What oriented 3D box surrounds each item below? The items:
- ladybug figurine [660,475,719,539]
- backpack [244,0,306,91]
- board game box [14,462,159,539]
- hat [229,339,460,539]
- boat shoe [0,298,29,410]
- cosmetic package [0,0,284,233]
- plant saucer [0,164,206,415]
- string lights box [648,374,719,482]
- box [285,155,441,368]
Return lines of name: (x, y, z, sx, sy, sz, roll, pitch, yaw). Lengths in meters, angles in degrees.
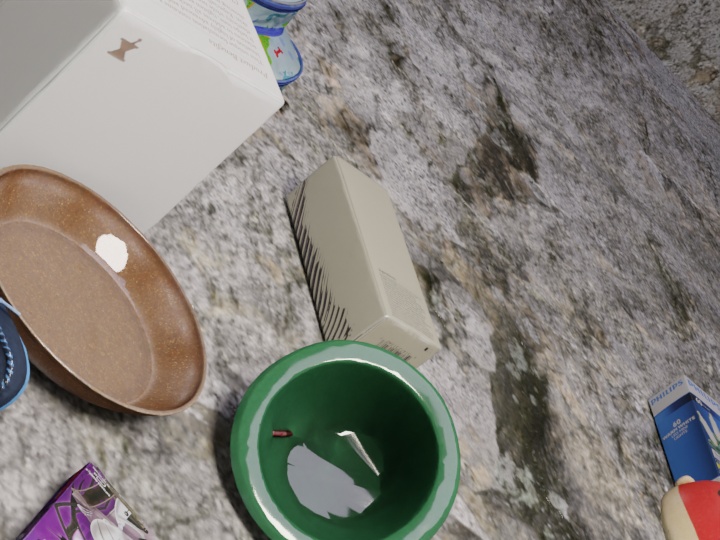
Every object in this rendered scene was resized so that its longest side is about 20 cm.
ladybug figurine: (0.312, 0.248, 1.332, 0.135, 0.072, 0.201, 16, 41, -56)
backpack: (-0.136, -0.230, 1.440, 0.201, 0.147, 0.183, 59, 25, 9)
board game box: (-0.119, 0.215, 0.951, 0.200, 0.032, 0.120, 50, 26, -7)
hat: (-0.027, 0.155, 1.238, 0.199, 0.176, 0.166, -26, 78, -29)
boat shoe: (-0.265, 0.000, 0.921, 0.200, 0.084, 0.069, 43, -12, 11)
cosmetic package: (-0.189, -0.170, 1.214, 0.167, 0.166, 0.201, 27, 32, -46)
plant saucer: (-0.185, 0.020, 1.104, 0.200, 0.037, 0.201, 42, 25, -24)
string lights box: (0.406, 0.227, 1.928, 0.103, 0.059, 0.201, 38, 26, -29)
box: (0.000, 0.000, 1.459, 0.082, 0.068, 0.201, 33, 28, -40)
